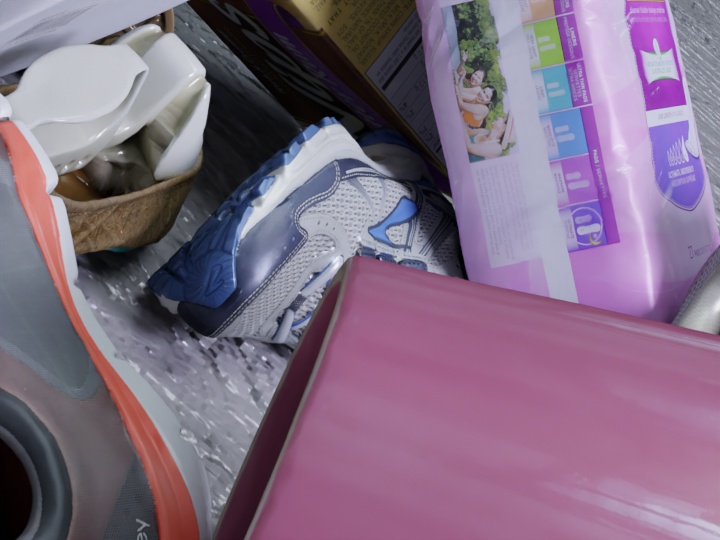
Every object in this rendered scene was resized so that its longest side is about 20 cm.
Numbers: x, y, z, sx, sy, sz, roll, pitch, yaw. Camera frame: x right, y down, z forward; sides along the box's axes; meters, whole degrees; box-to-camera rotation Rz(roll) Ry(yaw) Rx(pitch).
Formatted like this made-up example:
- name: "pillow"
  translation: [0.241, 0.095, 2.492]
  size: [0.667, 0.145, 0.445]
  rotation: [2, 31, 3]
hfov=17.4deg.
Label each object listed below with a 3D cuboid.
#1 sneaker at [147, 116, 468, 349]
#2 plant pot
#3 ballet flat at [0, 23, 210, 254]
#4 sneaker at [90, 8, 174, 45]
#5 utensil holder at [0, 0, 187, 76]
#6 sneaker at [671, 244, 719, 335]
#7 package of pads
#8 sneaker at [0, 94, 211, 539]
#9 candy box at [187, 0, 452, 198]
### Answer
- name: "sneaker"
  translation: [0.000, 0.000, 0.813]
  size: [0.085, 0.077, 0.200]
  rotation: [49, 21, 8]
- name: "plant pot"
  translation: [0.053, 0.090, 0.577]
  size: [0.178, 0.201, 0.200]
  rotation: [23, 22, -5]
- name: "ballet flat"
  translation: [-0.087, -0.043, 0.736]
  size: [0.068, 0.072, 0.200]
  rotation: [46, 19, 8]
- name: "sneaker"
  translation: [-0.156, -0.140, 0.838]
  size: [0.200, 0.067, 0.090]
  rotation: [35, 12, -19]
- name: "utensil holder"
  translation: [-0.100, -0.170, 0.670]
  size: [0.201, 0.169, 0.170]
  rotation: [66, 20, -2]
- name: "sneaker"
  translation: [0.125, 0.064, 0.771]
  size: [0.081, 0.201, 0.088]
  rotation: [5, -14, 21]
- name: "package of pads"
  translation: [0.074, -0.063, 0.844]
  size: [0.120, 0.075, 0.201]
  rotation: [-15, 93, -71]
- name: "sneaker"
  translation: [-0.114, 0.009, 0.579]
  size: [0.200, 0.077, 0.082]
  rotation: [50, 27, 23]
- name: "candy box"
  translation: [-0.025, -0.115, 0.900]
  size: [0.117, 0.057, 0.200]
  rotation: [28, -14, 44]
